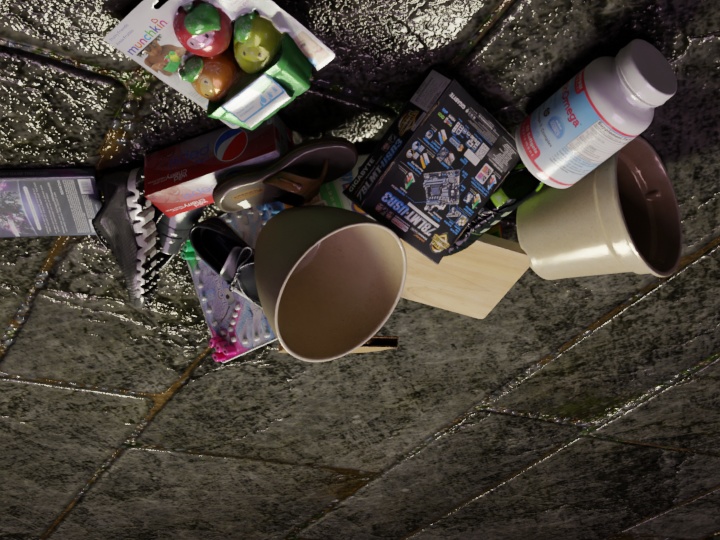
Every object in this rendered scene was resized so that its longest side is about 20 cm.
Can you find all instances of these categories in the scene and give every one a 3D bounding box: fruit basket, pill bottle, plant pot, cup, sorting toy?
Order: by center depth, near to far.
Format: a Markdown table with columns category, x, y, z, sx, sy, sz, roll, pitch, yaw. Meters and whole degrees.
| category | x | y | z | sx | sy | sz | roll | pitch | yaw |
| --- | --- | --- | --- | --- | --- | --- | --- | --- | --- |
| fruit basket | -0.158 | -0.248 | 1.167 | 0.184 | 0.095 | 0.199 | -29 | 139 | 33 |
| pill bottle | 0.298 | -0.199 | 1.310 | 0.108 | 0.110 | 0.200 | 15 | 143 | -31 |
| cup | -0.059 | -0.006 | 1.339 | 0.199 | 0.143 | 0.202 | -22 | 132 | -26 |
| plant pot | 0.330 | -0.070 | 1.473 | 0.182 | 0.203 | 0.200 | -16 | 149 | 38 |
| sorting toy | 0.139 | -0.023 | 1.590 | 0.198 | 0.070 | 0.199 | 16 | 146 | -11 |

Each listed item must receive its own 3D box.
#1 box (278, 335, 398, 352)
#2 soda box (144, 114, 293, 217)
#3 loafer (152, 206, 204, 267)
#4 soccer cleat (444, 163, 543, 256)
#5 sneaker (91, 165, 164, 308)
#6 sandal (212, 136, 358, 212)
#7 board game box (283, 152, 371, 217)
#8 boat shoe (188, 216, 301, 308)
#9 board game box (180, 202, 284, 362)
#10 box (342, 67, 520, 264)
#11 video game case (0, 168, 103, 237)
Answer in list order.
| category | x | y | z | sx | sy | sz | roll | pitch | yaw |
| --- | --- | --- | --- | --- | --- | --- | --- | --- | --- |
| box | -0.039 | 0.121 | 1.695 | 0.161 | 0.022 | 0.200 | 2 | 172 | -14 |
| soda box | -0.186 | -0.139 | 1.364 | 0.198 | 0.071 | 0.063 | -17 | 150 | 17 |
| loafer | -0.272 | -0.056 | 1.486 | 0.067 | 0.071 | 0.200 | 14 | 144 | -29 |
| soccer cleat | 0.174 | -0.090 | 1.447 | 0.199 | 0.068 | 0.081 | -35 | 179 | -4 |
| sneaker | -0.326 | -0.047 | 1.432 | 0.089 | 0.067 | 0.203 | 4 | 109 | 13 |
| sandal | -0.094 | -0.109 | 1.311 | 0.198 | 0.055 | 0.082 | -18 | 149 | 6 |
| board game box | -0.009 | -0.111 | 1.427 | 0.197 | 0.097 | 0.030 | -7 | -169 | -2 |
| boat shoe | -0.165 | -0.004 | 1.443 | 0.075 | 0.200 | 0.062 | -57 | 159 | 18 |
| board game box | -0.167 | 0.009 | 1.495 | 0.199 | 0.202 | 0.026 | -24 | 171 | 29 |
| box | 0.100 | -0.130 | 1.351 | 0.199 | 0.050 | 0.199 | -52 | 138 | 6 |
| video game case | -0.462 | -0.092 | 1.447 | 0.197 | 0.019 | 0.143 | -1 | 149 | -6 |
